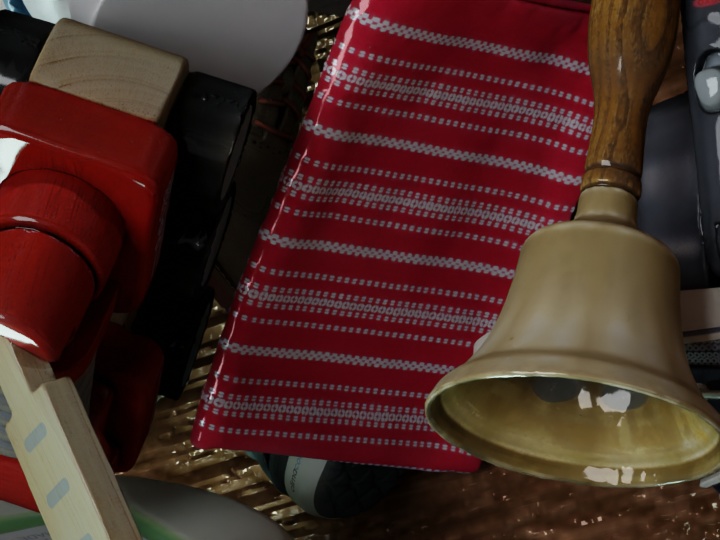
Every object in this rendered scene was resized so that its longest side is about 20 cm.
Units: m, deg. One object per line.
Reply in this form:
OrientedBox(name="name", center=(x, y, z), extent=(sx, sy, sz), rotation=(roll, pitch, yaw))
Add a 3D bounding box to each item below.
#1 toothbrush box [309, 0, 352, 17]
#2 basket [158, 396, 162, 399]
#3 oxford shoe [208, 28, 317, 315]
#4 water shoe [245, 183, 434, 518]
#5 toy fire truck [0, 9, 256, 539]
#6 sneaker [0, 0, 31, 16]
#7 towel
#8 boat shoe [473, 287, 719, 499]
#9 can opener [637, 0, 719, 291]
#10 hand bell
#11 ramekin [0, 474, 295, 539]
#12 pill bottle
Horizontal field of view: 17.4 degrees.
OrientedBox(name="toothbrush box", center=(0.038, -0.210, 0.925), extent=(0.146, 0.085, 0.201), rotation=(-10, 83, 37))
OrientedBox(name="basket", center=(-0.180, -0.001, 1.037), extent=(0.199, 0.123, 0.136), rotation=(10, 110, 37))
OrientedBox(name="oxford shoe", center=(-0.051, -0.071, 0.957), extent=(0.075, 0.070, 0.201), rotation=(-25, 67, 19))
OrientedBox(name="water shoe", center=(0.000, 0.000, 0.955), extent=(0.079, 0.071, 0.201), rotation=(31, 104, 39))
OrientedBox(name="toy fire truck", center=(-0.101, 0.041, 0.810), extent=(0.128, 0.201, 0.176), rotation=(19, 141, 1))
OrientedBox(name="sneaker", center=(-0.167, -0.118, 0.987), extent=(0.081, 0.077, 0.200), rotation=(-39, 29, 12))
OrientedBox(name="towel", center=(0.025, -0.016, 0.893), extent=(0.022, 0.144, 0.201), rotation=(36, 109, 47))
OrientedBox(name="boat shoe", center=(0.130, 0.057, 0.855), extent=(0.199, 0.075, 0.093), rotation=(-10, 75, 34))
OrientedBox(name="can opener", center=(0.134, -0.090, 0.865), extent=(0.078, 0.063, 0.201), rotation=(-2, 86, 21))
OrientedBox(name="hand bell", center=(0.087, -0.036, 0.825), extent=(0.104, 0.104, 0.201), rotation=(-8, 62, 35))
OrientedBox(name="ramekin", center=(-0.108, 0.145, 0.856), extent=(0.199, 0.200, 0.098), rotation=(12, 106, 35))
OrientedBox(name="pill bottle", center=(-0.089, -0.153, 0.909), extent=(0.113, 0.113, 0.200), rotation=(-49, 44, 24))
